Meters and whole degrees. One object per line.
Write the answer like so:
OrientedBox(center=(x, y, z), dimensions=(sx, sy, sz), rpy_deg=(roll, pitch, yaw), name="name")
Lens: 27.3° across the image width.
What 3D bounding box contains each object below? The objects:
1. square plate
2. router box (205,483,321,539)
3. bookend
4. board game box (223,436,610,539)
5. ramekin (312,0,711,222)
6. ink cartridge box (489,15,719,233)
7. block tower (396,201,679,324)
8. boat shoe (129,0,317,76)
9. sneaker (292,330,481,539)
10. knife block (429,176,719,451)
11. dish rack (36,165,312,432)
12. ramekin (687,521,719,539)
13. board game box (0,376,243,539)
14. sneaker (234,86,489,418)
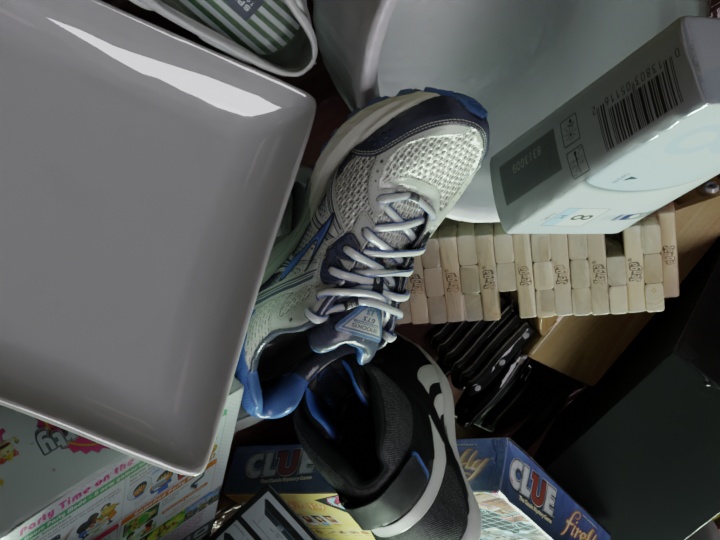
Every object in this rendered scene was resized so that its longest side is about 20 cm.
OrientedBox(center=(-0.136, -0.029, 0.675), dimensions=(0.200, 0.028, 0.199), rpy_deg=(23, 69, -17), name="square plate")
OrientedBox(center=(-0.076, 0.223, 0.878), dimensions=(0.157, 0.052, 0.200), rpy_deg=(-42, 156, -11), name="router box")
OrientedBox(center=(0.205, 0.079, 0.955), dimensions=(0.200, 0.092, 0.199), rpy_deg=(-52, 179, 41), name="bookend")
OrientedBox(center=(0.034, 0.149, 0.911), dimensions=(0.135, 0.200, 0.035), rpy_deg=(44, 51, -43), name="board game box")
OrientedBox(center=(0.072, -0.135, 0.769), dimensions=(0.200, 0.098, 0.201), rpy_deg=(-15, 130, -19), name="ramekin")
OrientedBox(center=(0.189, -0.063, 0.732), dimensions=(0.199, 0.047, 0.160), rpy_deg=(1, 160, -28), name="ink cartridge box")
OrientedBox(center=(0.077, -0.007, 0.836), dimensions=(0.199, 0.054, 0.058), rpy_deg=(-5, 113, 7), name="block tower")
OrientedBox(center=(-0.089, -0.158, 0.683), dimensions=(0.200, 0.067, 0.074), rpy_deg=(27, 107, -40), name="boat shoe")
OrientedBox(center=(0.003, 0.066, 0.814), dimensions=(0.073, 0.200, 0.112), rpy_deg=(-33, 126, 6), name="sneaker")
OrientedBox(center=(0.140, 0.028, 0.950), dimensions=(0.199, 0.064, 0.176), rpy_deg=(-19, 131, -17), name="knife block")
OrientedBox(center=(-0.107, 0.025, 0.794), dimensions=(0.171, 0.044, 0.200), rpy_deg=(-19, 142, -27), name="dish rack")
OrientedBox(center=(0.167, 0.233, 1.020), dimensions=(0.200, 0.201, 0.098), rpy_deg=(-26, 124, -11), name="ramekin")
OrientedBox(center=(-0.146, 0.132, 0.757), dimensions=(0.147, 0.064, 0.200), rpy_deg=(-31, 154, -35), name="board game box")
OrientedBox(center=(0.000, 0.000, 0.717), dimensions=(0.077, 0.085, 0.200), rpy_deg=(20, 126, -33), name="sneaker")
